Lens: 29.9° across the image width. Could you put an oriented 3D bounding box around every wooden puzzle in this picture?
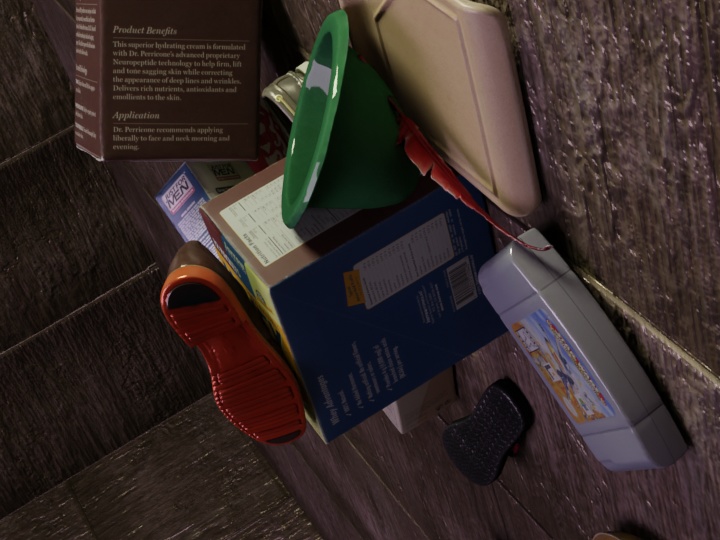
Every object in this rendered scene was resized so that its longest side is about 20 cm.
[{"bbox_3d":[0.057,-0.153,1.001,0.200,0.037,0.186,40,157,44],"label":"wooden puzzle"}]

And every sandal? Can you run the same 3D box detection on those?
[{"bbox_3d":[0.138,0.163,1.377,0.075,0.045,0.200,51,151,13],"label":"sandal"}]

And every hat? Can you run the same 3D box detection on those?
[{"bbox_3d":[0.040,-0.089,1.057,0.166,0.175,0.201,124,156,-60],"label":"hat"}]

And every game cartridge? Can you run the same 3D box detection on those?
[{"bbox_3d":[0.165,0.065,1.029,0.201,0.041,0.133,56,173,4],"label":"game cartridge"}]

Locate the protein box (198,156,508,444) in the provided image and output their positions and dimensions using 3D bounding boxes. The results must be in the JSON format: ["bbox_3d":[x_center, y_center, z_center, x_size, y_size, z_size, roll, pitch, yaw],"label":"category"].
[{"bbox_3d":[0.000,0.000,1.168,0.135,0.199,0.199,47,162,44],"label":"protein box"}]

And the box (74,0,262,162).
[{"bbox_3d":[-0.199,-0.216,1.378,0.164,0.165,0.202,-153,64,-67],"label":"box"}]

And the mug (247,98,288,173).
[{"bbox_3d":[-0.104,-0.096,1.544,0.201,0.133,0.177,64,160,3],"label":"mug"}]

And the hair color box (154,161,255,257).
[{"bbox_3d":[-0.113,-0.021,1.387,0.201,0.060,0.100,55,-150,13],"label":"hair color box"}]

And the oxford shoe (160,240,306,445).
[{"bbox_3d":[-0.096,0.061,1.116,0.073,0.071,0.201,-91,-20,-55],"label":"oxford shoe"}]

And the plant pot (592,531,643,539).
[{"bbox_3d":[0.276,0.312,1.194,0.201,0.027,0.200,55,165,22],"label":"plant pot"}]

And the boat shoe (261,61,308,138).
[{"bbox_3d":[-0.031,-0.107,1.362,0.203,0.060,0.072,63,166,-11],"label":"boat shoe"}]

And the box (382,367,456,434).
[{"bbox_3d":[0.043,0.078,1.448,0.095,0.077,0.201,52,165,32],"label":"box"}]
